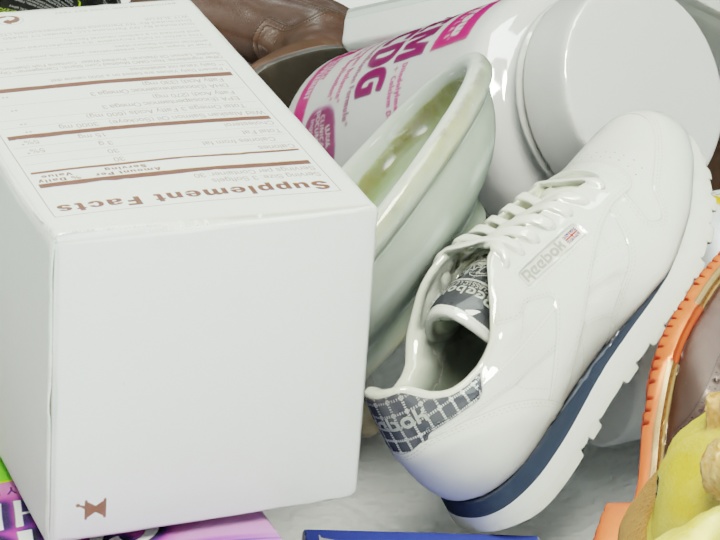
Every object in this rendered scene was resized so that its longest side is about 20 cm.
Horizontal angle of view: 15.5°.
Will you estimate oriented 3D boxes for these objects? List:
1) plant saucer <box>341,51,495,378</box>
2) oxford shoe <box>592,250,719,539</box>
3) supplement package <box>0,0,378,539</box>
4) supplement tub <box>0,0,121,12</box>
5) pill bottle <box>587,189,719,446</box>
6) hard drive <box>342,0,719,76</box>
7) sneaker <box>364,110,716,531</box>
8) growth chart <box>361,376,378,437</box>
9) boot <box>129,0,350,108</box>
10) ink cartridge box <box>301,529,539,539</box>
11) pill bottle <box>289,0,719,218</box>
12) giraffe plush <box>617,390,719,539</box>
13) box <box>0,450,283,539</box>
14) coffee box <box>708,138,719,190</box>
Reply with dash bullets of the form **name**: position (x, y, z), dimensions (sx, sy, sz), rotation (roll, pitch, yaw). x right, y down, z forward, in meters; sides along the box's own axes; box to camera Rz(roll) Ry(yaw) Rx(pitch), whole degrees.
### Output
- **plant saucer**: position (0.000, 0.000, 1.094), dimensions (0.050, 0.200, 0.200), rotation (41, 27, -9)
- **oxford shoe**: position (0.140, 0.077, 1.007), dimensions (0.072, 0.071, 0.201), rotation (11, 61, 19)
- **supplement package**: position (-0.086, -0.008, 0.954), dimensions (0.117, 0.118, 0.200), rotation (-6, 29, -22)
- **supplement tub**: position (-0.179, -0.083, 1.291), dimensions (0.122, 0.123, 0.200), rotation (3, 26, -2)
- **pill bottle**: position (0.179, 0.017, 1.156), dimensions (0.199, 0.113, 0.112), rotation (-12, 31, -28)
- **hard drive**: position (0.108, -0.113, 1.277), dimensions (0.199, 0.026, 0.132), rotation (-7, -19, 44)
- **sneaker**: position (0.073, 0.003, 1.037), dimensions (0.076, 0.081, 0.200), rotation (-12, 40, 49)
- **growth chart**: position (-0.087, 0.046, 1.171), dimensions (0.199, 0.018, 0.145), rotation (-4, 27, -16)
- **boot**: position (-0.070, -0.128, 1.455), dimensions (0.199, 0.065, 0.186), rotation (28, 22, 32)
- **ink cartridge box**: position (0.030, 0.163, 0.927), dimensions (0.093, 0.044, 0.200), rotation (2, 27, -8)
- **pill bottle**: position (0.063, -0.064, 1.207), dimensions (0.113, 0.114, 0.200), rotation (-20, 4, -39)
- **giraffe plush**: position (0.149, 0.107, 0.837), dimensions (0.162, 0.200, 0.173), rotation (39, 26, -15)
- **box**: position (-0.137, 0.113, 0.945), dimensions (0.175, 0.097, 0.200), rotation (-8, 30, -23)
- **coffee box**: position (0.234, -0.082, 1.391), dimensions (0.114, 0.080, 0.200), rotation (10, 28, 12)
